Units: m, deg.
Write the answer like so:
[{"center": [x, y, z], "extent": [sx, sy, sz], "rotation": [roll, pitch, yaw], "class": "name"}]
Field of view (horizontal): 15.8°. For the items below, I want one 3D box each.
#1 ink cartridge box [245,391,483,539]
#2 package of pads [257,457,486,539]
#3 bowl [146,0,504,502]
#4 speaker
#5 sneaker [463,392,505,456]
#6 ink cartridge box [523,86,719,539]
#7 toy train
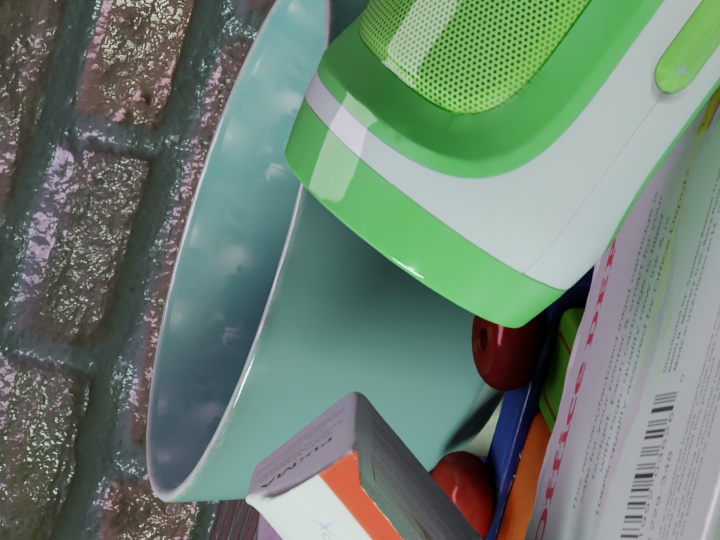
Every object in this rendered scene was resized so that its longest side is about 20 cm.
[{"center": [0.032, 0.118, 0.729], "extent": [0.057, 0.163, 0.200], "rotation": [-39, 3, 7], "class": "ink cartridge box"}, {"center": [0.014, 0.111, 1.170], "extent": [0.200, 0.120, 0.076], "rotation": [-85, 12, -56], "class": "package of pads"}, {"center": [0.000, 0.000, 0.953], "extent": [0.201, 0.104, 0.202], "rotation": [-163, 90, -76], "class": "bowl"}, {"center": [0.067, -0.088, 0.615], "extent": [0.200, 0.088, 0.088], "rotation": [-54, 10, 10], "class": "speaker"}, {"center": [0.075, 0.027, 1.018], "extent": [0.200, 0.074, 0.085], "rotation": [135, 145, -79], "class": "sneaker"}, {"center": [0.109, 0.027, 0.638], "extent": [0.200, 0.085, 0.149], "rotation": [141, 145, -83], "class": "ink cartridge box"}, {"center": [0.075, 0.107, 0.880], "extent": [0.116, 0.084, 0.201], "rotation": [-111, 28, -51], "class": "toy train"}]
